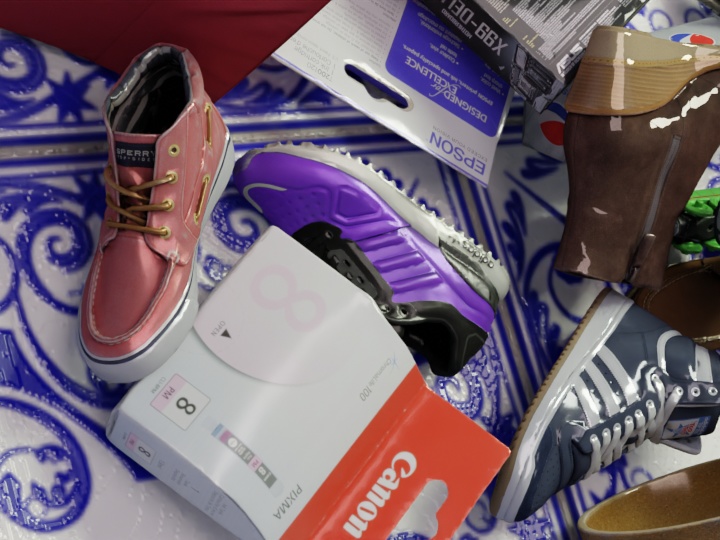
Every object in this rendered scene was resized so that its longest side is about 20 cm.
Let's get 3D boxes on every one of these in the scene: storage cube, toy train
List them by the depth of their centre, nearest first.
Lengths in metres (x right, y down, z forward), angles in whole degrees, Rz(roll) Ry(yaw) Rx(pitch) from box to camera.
[{"bbox_3d":[-0.115,-0.230,1.364,0.171,0.180,0.200,21,58,-25],"label":"storage cube"},{"bbox_3d":[0.229,-0.038,1.591,0.200,0.042,0.056,-7,29,-41],"label":"toy train"}]

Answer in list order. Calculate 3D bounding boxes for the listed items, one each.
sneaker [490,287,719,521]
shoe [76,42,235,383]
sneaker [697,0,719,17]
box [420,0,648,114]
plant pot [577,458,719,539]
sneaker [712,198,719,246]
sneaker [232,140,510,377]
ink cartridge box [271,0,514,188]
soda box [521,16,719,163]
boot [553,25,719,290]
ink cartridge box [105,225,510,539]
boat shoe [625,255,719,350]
[{"bbox_3d":[0.166,0.102,1.447,0.108,0.070,0.200,28,49,9],"label":"sneaker"},{"bbox_3d":[-0.128,-0.037,1.315,0.091,0.071,0.200,71,28,-48],"label":"shoe"},{"bbox_3d":[0.313,-0.184,1.635,0.089,0.200,0.077,9,96,-31],"label":"sneaker"},{"bbox_3d":[0.131,-0.228,1.519,0.158,0.050,0.200,43,65,1],"label":"box"},{"bbox_3d":[0.255,0.228,1.414,0.186,0.186,0.200,-20,94,-38],"label":"plant pot"},{"bbox_3d":[0.278,0.014,1.513,0.070,0.109,0.200,4,86,-5],"label":"sneaker"},{"bbox_3d":[0.000,0.000,1.411,0.200,0.070,0.100,31,61,-17],"label":"sneaker"},{"bbox_3d":[0.020,-0.171,1.517,0.198,0.043,0.200,31,53,-19],"label":"ink cartridge box"},{"bbox_3d":[0.208,-0.127,1.595,0.200,0.068,0.064,-18,120,-38],"label":"soda box"},{"bbox_3d":[0.205,-0.070,1.505,0.200,0.072,0.167,4,95,-42],"label":"boot"},{"bbox_3d":[-0.023,0.092,1.327,0.200,0.057,0.163,34,58,7],"label":"ink cartridge box"},{"bbox_3d":[0.268,0.014,1.584,0.200,0.068,0.072,-16,79,-37],"label":"boat shoe"}]
